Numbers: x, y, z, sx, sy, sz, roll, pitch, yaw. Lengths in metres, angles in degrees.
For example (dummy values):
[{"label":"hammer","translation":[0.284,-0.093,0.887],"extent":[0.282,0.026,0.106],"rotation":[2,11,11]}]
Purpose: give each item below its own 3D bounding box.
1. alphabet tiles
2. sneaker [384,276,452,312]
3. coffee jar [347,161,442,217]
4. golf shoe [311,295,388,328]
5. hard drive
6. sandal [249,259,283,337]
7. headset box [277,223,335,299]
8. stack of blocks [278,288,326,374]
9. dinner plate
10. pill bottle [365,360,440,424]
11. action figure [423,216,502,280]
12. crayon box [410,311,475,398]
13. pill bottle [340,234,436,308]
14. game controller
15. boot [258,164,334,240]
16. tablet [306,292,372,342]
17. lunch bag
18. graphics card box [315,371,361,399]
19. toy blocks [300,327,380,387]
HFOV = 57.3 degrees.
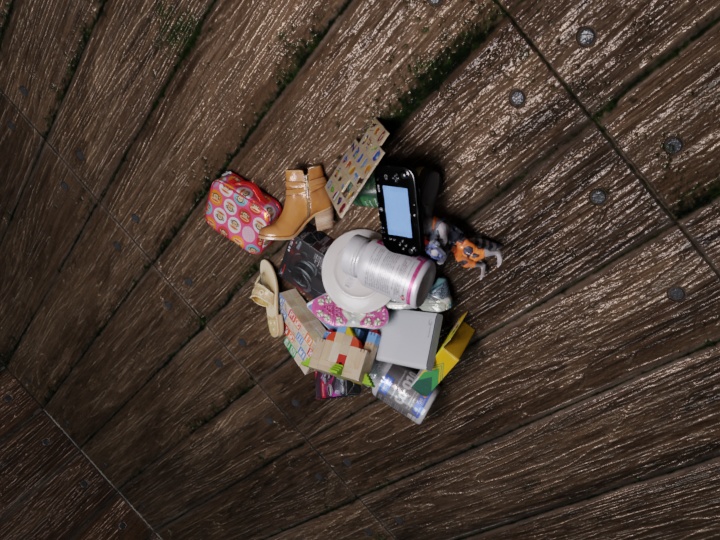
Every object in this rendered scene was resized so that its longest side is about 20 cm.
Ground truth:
[{"label":"alphabet tiles","translation":[-0.007,-0.231,1.434],"extent":[0.007,0.168,0.201],"rotation":[26,109,-27]},{"label":"sneaker","translation":[0.129,0.047,1.590],"extent":[0.197,0.077,0.088],"rotation":[1,101,29]},{"label":"coffee jar","translation":[0.077,-0.181,1.446],"extent":[0.197,0.106,0.085],"rotation":[14,161,25]},{"label":"golf shoe","translation":[-0.024,0.111,1.629],"extent":[0.196,0.092,0.077],"rotation":[11,79,13]},{"label":"hard drive","translation":[0.109,0.163,1.597],"extent":[0.198,0.026,0.135],"rotation":[2,77,51]},{"label":"sandal","translation":[-0.264,0.077,1.787],"extent":[0.077,0.069,0.216],"rotation":[-18,83,52]},{"label":"headset box","translation":[-0.099,-0.004,1.686],"extent":[0.199,0.077,0.150],"rotation":[35,131,11]},{"label":"stack of blocks","translation":[-0.164,0.165,1.796],"extent":[0.201,0.058,0.116],"rotation":[52,134,24]},{"label":"dinner plate","translation":[0.000,0.000,1.580],"extent":[0.196,0.024,0.205],"rotation":[-1,83,12]},{"label":"pill bottle","translation":[0.100,0.301,1.724],"extent":[0.198,0.114,0.115],"rotation":[30,130,12]},{"label":"action figure","translation":[0.205,-0.056,1.455],"extent":[0.191,0.106,0.200],"rotation":[30,175,-2]},{"label":"crayon box","translation":[0.206,0.204,1.589],"extent":[0.050,0.127,0.201],"rotation":[36,131,6]},{"label":"pill bottle","translation":[0.062,-0.003,1.493],"extent":[0.197,0.113,0.115],"rotation":[23,128,21]},{"label":"game controller","translation":[0.082,-0.126,1.379],"extent":[0.103,0.042,0.204],"rotation":[7,120,28]},{"label":"boot","translation":[-0.162,-0.162,1.577],"extent":[0.196,0.077,0.158],"rotation":[-13,109,-5]},{"label":"tablet","translation":[-0.033,0.121,1.696],"extent":[0.129,0.014,0.200],"rotation":[-26,126,21]},{"label":"lunch bag","translation":[-0.305,-0.159,1.716],"extent":[0.198,0.082,0.178],"rotation":[33,130,11]},{"label":"graphics card box","translation":[-0.064,0.279,1.777],"extent":[0.199,0.050,0.128],"rotation":[-23,66,59]},{"label":"toy blocks","translation":[-0.038,0.197,1.651],"extent":[0.197,0.139,0.100],"rotation":[10,164,30]}]
